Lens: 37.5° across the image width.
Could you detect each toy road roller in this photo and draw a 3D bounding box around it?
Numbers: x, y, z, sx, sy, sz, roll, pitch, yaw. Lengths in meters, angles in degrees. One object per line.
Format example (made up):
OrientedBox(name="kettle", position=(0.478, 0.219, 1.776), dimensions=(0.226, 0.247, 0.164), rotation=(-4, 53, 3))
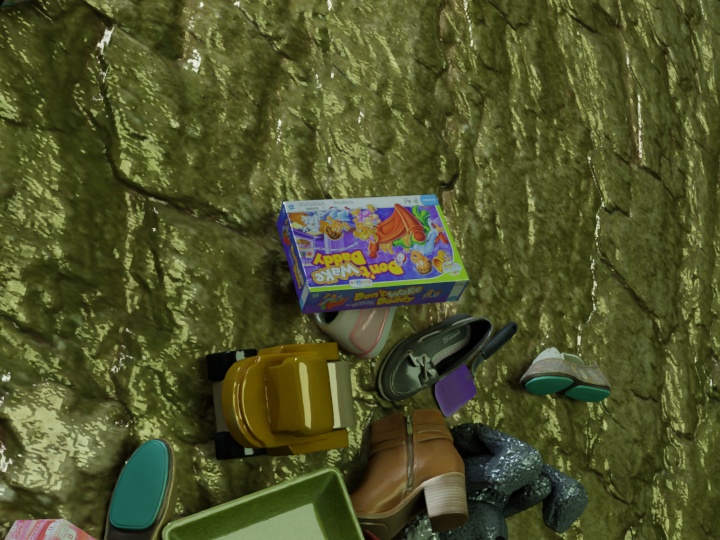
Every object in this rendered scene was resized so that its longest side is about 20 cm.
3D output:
OrientedBox(name="toy road roller", position=(-0.065, 0.141, 1.170), dimensions=(0.200, 0.146, 0.123), rotation=(0, 81, -43))

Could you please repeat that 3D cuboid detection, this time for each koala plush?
OrientedBox(name="koala plush", position=(0.148, 0.310, 1.348), dimensions=(0.177, 0.184, 0.200), rotation=(38, 78, -39))

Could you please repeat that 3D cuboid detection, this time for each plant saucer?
OrientedBox(name="plant saucer", position=(-0.084, 0.326, 1.080), dimensions=(0.200, 0.048, 0.200), rotation=(-15, 76, -26))

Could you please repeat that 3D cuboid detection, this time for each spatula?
OrientedBox(name="spatula", position=(0.166, 0.126, 1.477), dimensions=(0.200, 0.021, 0.057), rotation=(-41, 114, -42))

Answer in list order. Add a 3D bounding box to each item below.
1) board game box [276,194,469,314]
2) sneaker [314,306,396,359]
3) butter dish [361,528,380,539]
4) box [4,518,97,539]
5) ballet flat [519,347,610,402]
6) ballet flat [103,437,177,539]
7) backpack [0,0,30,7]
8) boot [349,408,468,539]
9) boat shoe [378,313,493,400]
OrientedBox(name="board game box", position=(0.014, -0.022, 1.266), dimensions=(0.200, 0.045, 0.135), rotation=(-4, 54, -21))
OrientedBox(name="sneaker", position=(0.000, 0.000, 1.312), dimensions=(0.105, 0.075, 0.200), rotation=(32, 64, -40))
OrientedBox(name="butter dish", position=(0.036, 0.422, 1.163), dimensions=(0.148, 0.200, 0.200), rotation=(-35, 131, -23))
OrientedBox(name="box", position=(-0.299, 0.331, 0.941), dimensions=(0.095, 0.103, 0.200), rotation=(43, 53, -28))
OrientedBox(name="ballet flat", position=(0.296, 0.152, 1.574), dimensions=(0.200, 0.068, 0.067), rotation=(18, 49, -45))
OrientedBox(name="ballet flat", position=(-0.223, 0.269, 1.065), dimensions=(0.063, 0.069, 0.200), rotation=(54, 46, -58))
OrientedBox(name="backpack", position=(-0.321, -0.358, 1.044), dimensions=(0.200, 0.150, 0.178), rotation=(-32, 105, -35))
OrientedBox(name="boot", position=(0.024, 0.241, 1.272), dimensions=(0.077, 0.200, 0.155), rotation=(79, 0, -48))
OrientedBox(name="boat shoe", position=(0.101, 0.107, 1.395), dimensions=(0.200, 0.057, 0.067), rotation=(-31, 102, -43))
